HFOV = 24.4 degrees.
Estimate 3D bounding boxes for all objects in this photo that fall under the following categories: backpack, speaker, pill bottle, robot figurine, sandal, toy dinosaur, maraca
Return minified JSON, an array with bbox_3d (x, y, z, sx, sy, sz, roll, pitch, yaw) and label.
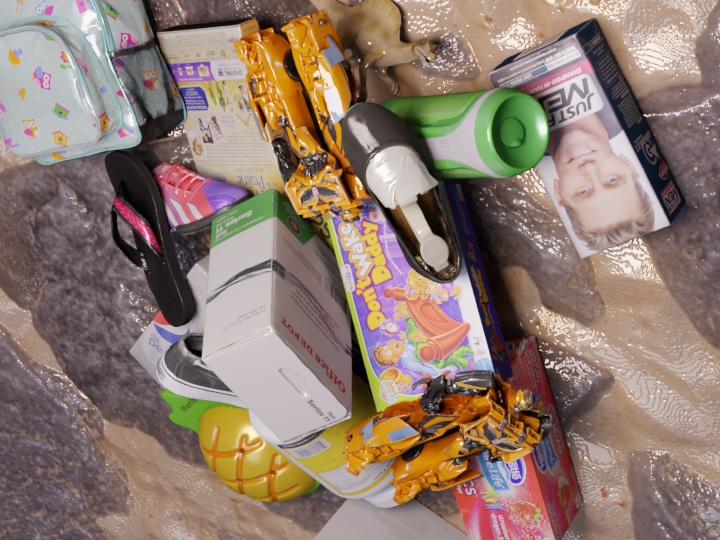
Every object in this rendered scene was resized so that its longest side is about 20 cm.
[{"bbox_3d":[-0.297,-0.216,1.713,0.176,0.153,0.200,-6,100,37],"label":"backpack"},{"bbox_3d":[0.085,-0.126,1.564,0.200,0.088,0.089,3,116,55],"label":"speaker"},{"bbox_3d":[-0.018,0.169,1.729,0.112,0.112,0.200,-15,141,30],"label":"pill bottle"},{"bbox_3d":[-0.046,-0.137,1.581,0.145,0.058,0.200,-11,102,44],"label":"robot figurine"},{"bbox_3d":[0.088,0.162,1.608,0.200,0.058,0.145,-26,133,36],"label":"robot figurine"},{"bbox_3d":[-0.228,-0.034,1.724,0.075,0.045,0.200,-37,72,58],"label":"sandal"},{"bbox_3d":[-0.006,-0.227,1.632,0.200,0.058,0.101,34,101,26],"label":"toy dinosaur"},{"bbox_3d":[-0.128,0.181,1.823,0.200,0.107,0.137,36,137,-7],"label":"maraca"}]

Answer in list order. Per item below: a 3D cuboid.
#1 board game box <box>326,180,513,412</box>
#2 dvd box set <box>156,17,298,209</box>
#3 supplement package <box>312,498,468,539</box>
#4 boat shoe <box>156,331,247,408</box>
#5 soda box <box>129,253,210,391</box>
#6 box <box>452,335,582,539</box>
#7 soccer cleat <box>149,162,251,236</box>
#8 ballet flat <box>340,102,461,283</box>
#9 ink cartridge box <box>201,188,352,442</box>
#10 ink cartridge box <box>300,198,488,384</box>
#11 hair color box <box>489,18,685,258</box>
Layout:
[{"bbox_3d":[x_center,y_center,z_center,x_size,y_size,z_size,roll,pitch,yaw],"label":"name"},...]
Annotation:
[{"bbox_3d":[0.057,0.026,1.636,0.134,0.045,0.200,-18,84,26],"label":"board game box"},{"bbox_3d":[-0.131,-0.155,1.700,0.146,0.029,0.200,4,115,50],"label":"dvd box set"},{"bbox_3d":[0.023,0.361,1.783,0.191,0.200,0.147,33,122,10],"label":"supplement package"},{"bbox_3d":[-0.115,0.098,1.753,0.199,0.074,0.068,14,133,-32],"label":"boat shoe"},{"bbox_3d":[-0.174,0.049,1.789,0.063,0.068,0.200,48,138,4],"label":"soda box"},{"bbox_3d":[0.146,0.178,1.705,0.100,0.095,0.200,-9,108,28],"label":"box"},{"bbox_3d":[-0.185,-0.079,1.736,0.200,0.068,0.073,-2,111,56],"label":"soccer cleat"},{"bbox_3d":[0.047,-0.066,1.520,0.068,0.068,0.200,-31,124,1],"label":"ballet flat"},{"bbox_3d":[-0.078,0.044,1.612,0.083,0.200,0.147,-25,127,20],"label":"ink cartridge box"},{"bbox_3d":[0.000,0.000,1.728,0.198,0.047,0.200,40,125,7],"label":"ink cartridge box"},{"bbox_3d":[0.213,-0.123,1.562,0.100,0.061,0.200,-23,102,32],"label":"hair color box"}]
